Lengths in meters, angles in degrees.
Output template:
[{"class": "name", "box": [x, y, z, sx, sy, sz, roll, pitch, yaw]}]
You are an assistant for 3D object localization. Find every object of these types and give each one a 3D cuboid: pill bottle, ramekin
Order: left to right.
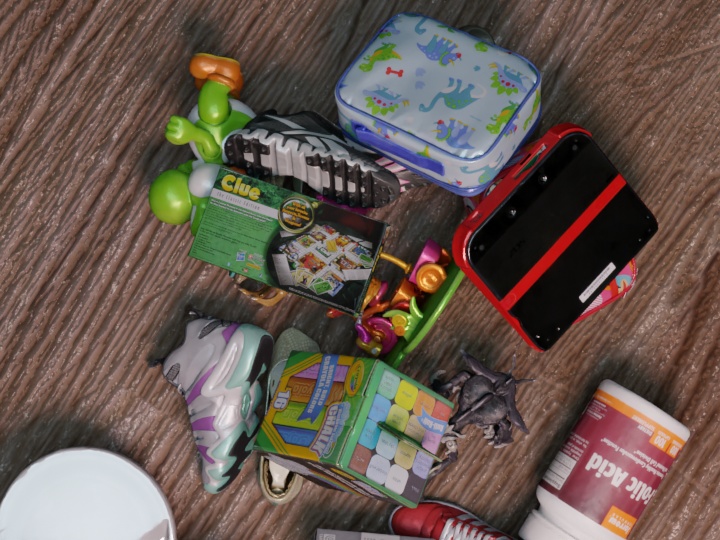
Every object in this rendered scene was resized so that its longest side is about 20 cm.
[{"class": "ramekin", "box": [-0.299, 0.293, 1.687, 0.201, 0.094, 0.203, 0, 88, 0]}, {"class": "pill bottle", "box": [0.266, 0.232, 1.679, 0.114, 0.114, 0.200, 32, 89, 0]}]

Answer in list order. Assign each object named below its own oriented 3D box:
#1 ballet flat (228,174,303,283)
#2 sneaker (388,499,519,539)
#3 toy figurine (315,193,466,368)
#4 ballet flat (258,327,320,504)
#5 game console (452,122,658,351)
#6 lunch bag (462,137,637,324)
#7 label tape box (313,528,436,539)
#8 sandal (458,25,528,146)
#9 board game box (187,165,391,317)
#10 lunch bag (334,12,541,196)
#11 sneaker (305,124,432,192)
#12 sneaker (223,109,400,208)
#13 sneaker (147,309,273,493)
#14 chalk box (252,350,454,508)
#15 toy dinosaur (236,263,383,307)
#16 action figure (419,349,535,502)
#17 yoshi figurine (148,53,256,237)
[{"class": "ballet flat", "box": [-0.098, -0.074, 1.685, 0.065, 0.070, 0.201, 17, 68, -19]}, {"class": "sneaker", "box": [0.127, 0.311, 1.678, 0.199, 0.112, 0.072, 21, 89, 0]}, {"class": "toy figurine", "box": [0.000, 0.000, 1.669, 0.184, 0.150, 0.200, 32, 113, -3]}, {"class": "ballet flat", "box": [-0.078, 0.165, 1.705, 0.067, 0.062, 0.201, 5, 89, 3]}, {"class": "game console", "box": [0.207, -0.037, 1.620, 0.200, 0.031, 0.177, -46, 118, -6]}, {"class": "lunch bag", "box": [0.220, -0.046, 1.679, 0.176, 0.082, 0.201, -27, 108, -14]}, {"class": "label tape box", "box": [0.043, 0.366, 1.672, 0.199, 0.063, 0.145, 5, 121, 0]}, {"class": "sandal", "box": [0.155, -0.184, 1.704, 0.081, 0.055, 0.201, -9, 83, -33]}, {"class": "board game box", "box": [-0.076, -0.031, 1.604, 0.199, 0.023, 0.105, 20, 90, 17]}, {"class": "lunch bag", "box": [0.081, -0.178, 1.627, 0.199, 0.083, 0.161, 26, 64, 21]}, {"class": "sneaker", "box": [0.029, -0.110, 1.708, 0.199, 0.080, 0.087, 10, 95, 6]}, {"class": "sneaker", "box": [-0.041, -0.129, 1.630, 0.199, 0.067, 0.091, 18, 50, 18]}, {"class": "sneaker", "box": [-0.182, 0.140, 1.708, 0.139, 0.078, 0.201, 19, 102, 19]}, {"class": "chalk box", "box": [0.006, 0.167, 1.612, 0.125, 0.200, 0.124, 33, 70, -36]}, {"class": "toy dinosaur", "box": [-0.085, -0.009, 1.710, 0.199, 0.060, 0.107, 29, 88, 0]}, {"class": "action figure", "box": [0.113, 0.163, 1.689, 0.200, 0.102, 0.119, -40, 87, 15]}, {"class": "yoshi figurine", "box": [-0.186, -0.132, 1.684, 0.112, 0.112, 0.201, 13, 78, -39]}]
